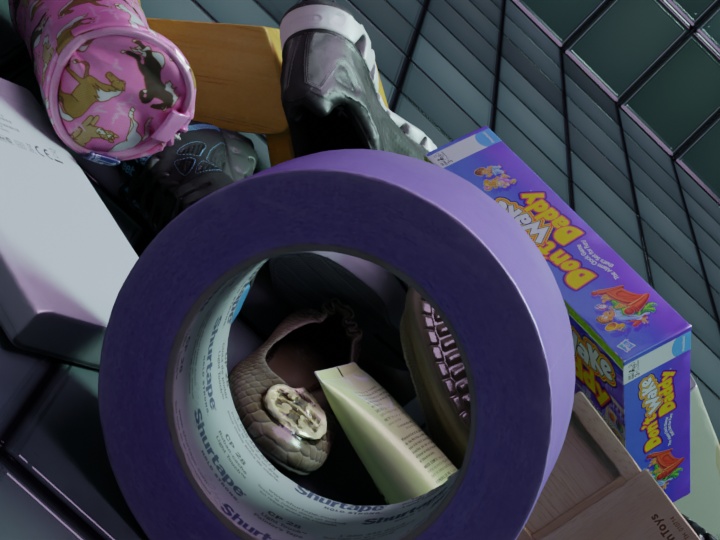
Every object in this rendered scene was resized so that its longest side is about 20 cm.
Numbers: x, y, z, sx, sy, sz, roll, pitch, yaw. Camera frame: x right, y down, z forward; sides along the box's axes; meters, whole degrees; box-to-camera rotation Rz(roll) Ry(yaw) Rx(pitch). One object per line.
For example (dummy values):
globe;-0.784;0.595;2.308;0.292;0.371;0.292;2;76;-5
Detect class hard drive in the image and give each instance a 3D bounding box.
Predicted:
hard drive;-0.168;-0.032;0.978;0.200;0.027;0.132;54;17;29

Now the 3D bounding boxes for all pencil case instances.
pencil case;-0.151;-0.129;1.120;0.082;0.087;0.200;-8;26;-14

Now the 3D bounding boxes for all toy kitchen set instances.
toy kitchen set;0.102;0.210;0.961;0.200;0.163;0.181;54;-10;28

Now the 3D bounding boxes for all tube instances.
tube;0.044;0.131;1.036;0.200;0.052;0.058;54;-28;7

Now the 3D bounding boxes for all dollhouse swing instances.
dollhouse swing;-0.076;-0.071;1.304;0.180;0.177;0.200;6;5;18

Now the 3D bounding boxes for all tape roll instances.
tape roll;-0.009;0.050;0.858;0.200;0.200;0.085;46;15;3

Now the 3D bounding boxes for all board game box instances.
board game box;0.110;0.029;1.104;0.200;0.045;0.135;49;-23;42

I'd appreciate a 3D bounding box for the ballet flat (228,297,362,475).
ballet flat;-0.029;0.057;1.074;0.067;0.046;0.200;44;15;-4

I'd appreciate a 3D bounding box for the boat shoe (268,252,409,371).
boat shoe;0.000;0.000;1.194;0.200;0.073;0.067;50;46;-61

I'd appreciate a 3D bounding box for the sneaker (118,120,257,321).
sneaker;-0.100;-0.031;1.105;0.081;0.074;0.200;22;17;-19

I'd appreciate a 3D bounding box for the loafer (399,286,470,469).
loafer;0.071;0.095;1.082;0.076;0.067;0.201;-20;83;-35

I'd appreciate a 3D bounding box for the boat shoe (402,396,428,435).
boat shoe;0.093;0.124;1.170;0.200;0.074;0.065;26;20;-48

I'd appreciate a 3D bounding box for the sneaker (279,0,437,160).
sneaker;0.000;-0.066;1.200;0.200;0.066;0.091;57;33;-42

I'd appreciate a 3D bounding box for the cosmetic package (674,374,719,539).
cosmetic package;0.200;0.118;1.343;0.104;0.073;0.200;61;0;42

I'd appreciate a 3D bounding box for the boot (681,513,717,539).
boot;0.228;0.234;1.110;0.200;0.076;0.168;40;-13;30
